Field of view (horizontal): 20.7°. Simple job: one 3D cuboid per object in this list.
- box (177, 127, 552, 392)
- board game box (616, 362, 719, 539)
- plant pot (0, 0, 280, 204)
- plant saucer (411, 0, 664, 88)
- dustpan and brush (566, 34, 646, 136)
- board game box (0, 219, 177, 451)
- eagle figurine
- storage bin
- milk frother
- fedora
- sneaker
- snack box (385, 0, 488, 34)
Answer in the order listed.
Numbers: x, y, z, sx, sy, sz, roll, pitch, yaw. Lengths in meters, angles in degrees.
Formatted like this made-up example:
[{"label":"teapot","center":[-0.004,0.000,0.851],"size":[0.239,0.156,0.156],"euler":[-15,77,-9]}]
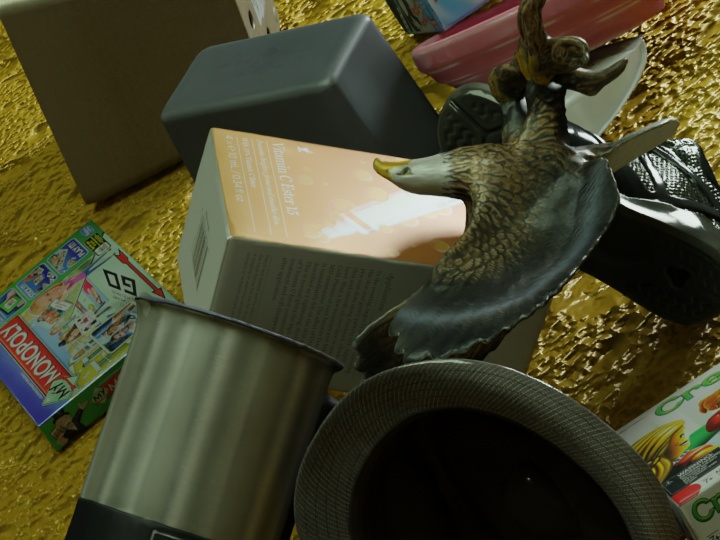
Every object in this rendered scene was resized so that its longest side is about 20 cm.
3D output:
[{"label":"box","center":[0.000,0.000,1.181],"size":[0.198,0.098,0.125],"euler":[8,32,-16]},{"label":"board game box","center":[0.234,0.061,1.018],"size":[0.199,0.035,0.126],"euler":[-33,14,-2]},{"label":"plant pot","center":[-0.169,-0.206,1.627],"size":[0.175,0.201,0.201],"euler":[-13,36,11]},{"label":"plant saucer","center":[0.134,-0.174,1.382],"size":[0.199,0.051,0.201],"euler":[-25,7,3]},{"label":"dustpan and brush","center":[0.107,-0.071,1.325],"size":[0.200,0.057,0.139],"euler":[-43,18,-34]},{"label":"board game box","center":[-0.213,0.044,1.474],"size":[0.134,0.029,0.200],"euler":[-39,33,-10]},{"label":"eagle figurine","center":[0.074,-0.026,1.055],"size":[0.150,0.151,0.202],"euler":[-1,71,36]},{"label":"storage bin","center":[-0.044,-0.090,1.404],"size":[0.199,0.135,0.146],"euler":[-8,40,36]},{"label":"milk frother","center":[-0.093,0.128,1.079],"size":[0.199,0.180,0.190],"euler":[7,75,54]},{"label":"fedora","center":[0.074,0.121,1.005],"size":[0.178,0.199,0.090],"euler":[-65,-10,25]},{"label":"sneaker","center":[0.140,-0.052,1.175],"size":[0.077,0.198,0.114],"euler":[-63,-5,28]},{"label":"snack box","center":[0.086,-0.225,1.489],"size":[0.116,0.037,0.200],"euler":[-35,9,-2]}]
